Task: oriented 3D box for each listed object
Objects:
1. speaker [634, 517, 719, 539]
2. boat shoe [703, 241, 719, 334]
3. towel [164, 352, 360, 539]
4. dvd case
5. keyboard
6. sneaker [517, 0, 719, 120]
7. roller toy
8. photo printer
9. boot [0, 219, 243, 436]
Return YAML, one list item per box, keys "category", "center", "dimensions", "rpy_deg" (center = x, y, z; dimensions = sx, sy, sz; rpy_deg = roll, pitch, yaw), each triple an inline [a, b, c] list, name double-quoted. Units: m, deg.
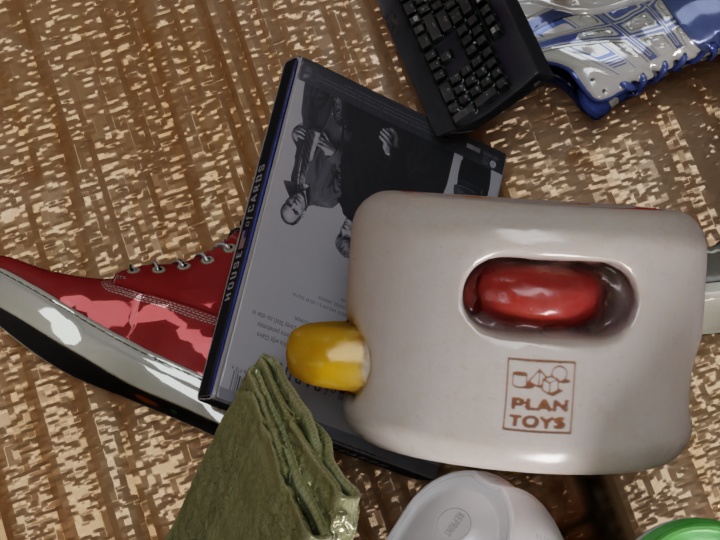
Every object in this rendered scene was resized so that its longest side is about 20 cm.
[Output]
- category: "speaker"
  center: [0.154, 0.176, 0.821]
  dimensions: [0.088, 0.200, 0.089]
  rpy_deg: [0, 73, 1]
- category: "boat shoe"
  center: [0.242, -0.005, 0.946]
  dimensions: [0.200, 0.072, 0.061]
  rpy_deg: [-6, 72, -8]
- category: "towel"
  center: [-0.060, 0.158, 0.831]
  dimensions: [0.036, 0.149, 0.201]
  rpy_deg: [14, 113, -25]
- category: "dvd case"
  center: [0.000, 0.000, 0.933]
  dimensions: [0.150, 0.025, 0.202]
  rpy_deg: [23, 71, -27]
- category: "keyboard"
  center: [0.066, -0.180, 0.976]
  dimensions: [0.127, 0.021, 0.201]
  rpy_deg: [-33, 54, 17]
- category: "sneaker"
  center: [0.162, -0.130, 0.991]
  dimensions: [0.198, 0.075, 0.089]
  rpy_deg: [3, 81, 11]
- category: "roller toy"
  center: [0.081, 0.034, 0.848]
  dimensions: [0.182, 0.199, 0.141]
  rpy_deg: [7, 94, 43]
- category: "photo printer"
  center: [0.037, 0.203, 0.836]
  dimensions: [0.069, 0.167, 0.201]
  rpy_deg: [26, 73, 29]
- category: "boot"
  center: [-0.108, 0.003, 0.950]
  dimensions: [0.199, 0.072, 0.145]
  rpy_deg: [23, 74, 0]
